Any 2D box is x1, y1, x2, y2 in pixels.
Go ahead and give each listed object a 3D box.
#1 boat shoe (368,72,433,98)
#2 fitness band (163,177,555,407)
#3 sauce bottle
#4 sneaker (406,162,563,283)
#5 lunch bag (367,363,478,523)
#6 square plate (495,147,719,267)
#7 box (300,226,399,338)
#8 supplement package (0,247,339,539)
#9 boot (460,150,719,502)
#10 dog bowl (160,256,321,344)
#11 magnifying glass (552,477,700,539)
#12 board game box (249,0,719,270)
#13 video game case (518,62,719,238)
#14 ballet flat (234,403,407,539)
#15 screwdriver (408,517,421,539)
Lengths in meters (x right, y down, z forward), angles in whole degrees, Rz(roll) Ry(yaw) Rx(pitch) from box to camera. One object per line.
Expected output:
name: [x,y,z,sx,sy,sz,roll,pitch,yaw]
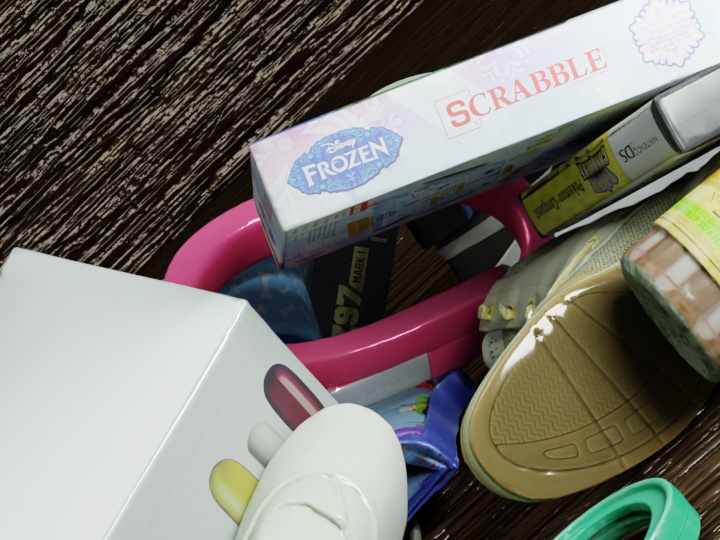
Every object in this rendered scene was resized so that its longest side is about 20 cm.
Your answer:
boat shoe: [0.070,-0.079,1.285,0.199,0.075,0.066,-16,-14,-35]
fitness band: [0.000,0.000,1.049,0.200,0.038,0.144,-23,43,-18]
sauce bottle: [0.189,-0.044,0.797,0.200,0.065,0.065,-41,9,-2]
sneaker: [0.099,-0.079,1.215,0.200,0.112,0.073,-51,13,-33]
lunch bag: [-0.028,0.107,1.044,0.200,0.094,0.151,-38,9,11]
square plate: [0.170,-0.069,1.098,0.200,0.028,0.198,-51,14,-27]
box: [-0.019,0.015,1.267,0.200,0.051,0.158,-123,43,-80]
supplement package: [-0.123,0.110,0.926,0.155,0.111,0.200,11,63,41]
boot: [0.089,0.032,0.898,0.200,0.072,0.155,-44,8,-27]
dog bowl: [-0.086,0.076,1.151,0.111,0.050,0.200,-4,-44,-35]
magnifying glass: [0.042,0.141,0.777,0.200,0.022,0.080,-42,10,26]
board game box: [0.050,-0.060,0.941,0.199,0.041,0.200,-21,-3,-5]
video game case: [0.178,-0.082,0.899,0.200,0.026,0.181,-27,-3,-15]
ballet flat: [-0.035,0.143,0.856,0.200,0.069,0.069,-63,13,-12]
screwdriver: [0.028,0.132,0.910,0.028,0.029,0.200,-45,0,5]
